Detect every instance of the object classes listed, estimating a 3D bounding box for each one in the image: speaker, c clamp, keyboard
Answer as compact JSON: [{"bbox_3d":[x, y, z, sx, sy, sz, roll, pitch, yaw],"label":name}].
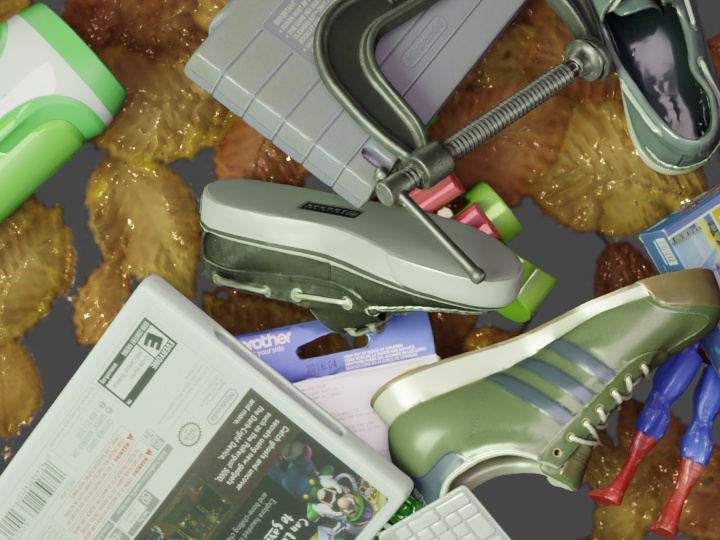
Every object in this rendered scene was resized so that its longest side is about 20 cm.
[{"bbox_3d":[-0.227,-0.056,1.573,0.200,0.088,0.088,-43,88,-5],"label":"speaker"},{"bbox_3d":[0.064,-0.103,1.552,0.171,0.027,0.200,43,59,10],"label":"c clamp"},{"bbox_3d":[0.086,0.193,1.543,0.056,0.011,0.200,-28,123,18],"label":"keyboard"}]

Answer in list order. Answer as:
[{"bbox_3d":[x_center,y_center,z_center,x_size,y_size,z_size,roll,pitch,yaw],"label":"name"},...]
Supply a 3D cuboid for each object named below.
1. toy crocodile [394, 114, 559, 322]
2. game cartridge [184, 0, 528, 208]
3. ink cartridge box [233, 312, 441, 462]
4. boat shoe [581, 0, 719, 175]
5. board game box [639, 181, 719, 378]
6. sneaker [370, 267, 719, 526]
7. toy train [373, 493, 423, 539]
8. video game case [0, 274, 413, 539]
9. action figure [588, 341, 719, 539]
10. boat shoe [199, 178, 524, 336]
[{"bbox_3d":[0.033,-0.050,1.595,0.067,0.062,0.200,-39,87,-5],"label":"toy crocodile"},{"bbox_3d":[0.004,-0.141,1.579,0.130,0.038,0.200,36,58,5],"label":"game cartridge"},{"bbox_3d":[0.000,0.125,1.590,0.119,0.042,0.200,-11,88,-2],"label":"ink cartridge box"},{"bbox_3d":[0.162,-0.154,1.609,0.073,0.062,0.200,-17,86,-4],"label":"boat shoe"},{"bbox_3d":[0.262,0.031,1.581,0.135,0.034,0.200,-31,96,-18],"label":"board game box"},{"bbox_3d":[0.111,0.075,1.519,0.200,0.067,0.090,-21,68,8],"label":"sneaker"},{"bbox_3d":[-0.026,0.113,1.553,0.200,0.042,0.056,34,96,1],"label":"toy train"},{"bbox_3d":[-0.096,0.128,1.544,0.182,0.023,0.200,39,118,2],"label":"video game case"},{"bbox_3d":[0.194,0.050,1.601,0.065,0.052,0.200,28,80,-5],"label":"action figure"},{"bbox_3d":[0.000,0.000,1.561,0.200,0.071,0.064,15,114,29],"label":"boat shoe"}]
